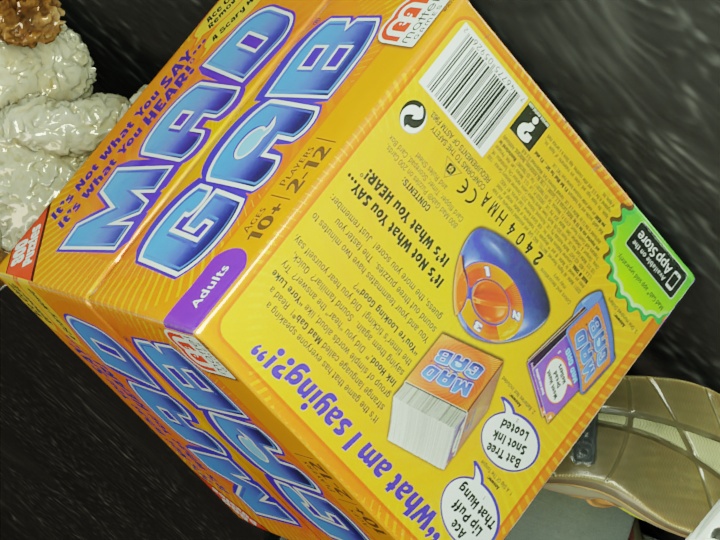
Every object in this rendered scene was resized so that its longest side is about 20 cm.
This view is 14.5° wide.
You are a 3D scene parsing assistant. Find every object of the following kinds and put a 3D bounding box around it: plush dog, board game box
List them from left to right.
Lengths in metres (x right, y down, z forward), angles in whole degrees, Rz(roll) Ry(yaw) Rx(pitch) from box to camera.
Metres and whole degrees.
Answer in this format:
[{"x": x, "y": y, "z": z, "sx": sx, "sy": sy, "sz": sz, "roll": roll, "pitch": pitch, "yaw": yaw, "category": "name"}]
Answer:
[{"x": -0.200, "y": -0.090, "z": 1.665, "sx": 0.172, "sy": 0.160, "sz": 0.200, "roll": 65, "pitch": 160, "yaw": 0, "category": "plush dog"}, {"x": -0.008, "y": 0.003, "z": 1.357, "sx": 0.200, "sy": 0.200, "sz": 0.200, "roll": 48, "pitch": 161, "yaw": -30, "category": "board game box"}]

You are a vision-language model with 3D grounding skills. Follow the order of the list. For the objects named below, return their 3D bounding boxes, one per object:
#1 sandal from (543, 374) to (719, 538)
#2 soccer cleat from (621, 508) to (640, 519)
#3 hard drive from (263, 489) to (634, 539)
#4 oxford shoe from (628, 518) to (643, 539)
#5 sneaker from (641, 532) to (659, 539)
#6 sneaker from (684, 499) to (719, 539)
[{"x": 0.125, "y": 0.093, "z": 1.469, "sx": 0.199, "sy": 0.081, "sz": 0.054, "roll": 12, "pitch": 162, "yaw": -7, "category": "sandal"}, {"x": 0.111, "y": 0.086, "z": 1.547, "sx": 0.065, "sy": 0.084, "sz": 0.200, "roll": 21, "pitch": 157, "yaw": 45, "category": "soccer cleat"}, {"x": 0.054, "y": 0.136, "z": 1.609, "sx": 0.200, "sy": 0.140, "sz": 0.033, "roll": 23, "pitch": 168, "yaw": -16, "category": "hard drive"}, {"x": 0.152, "y": 0.217, "z": 1.685, "sx": 0.070, "sy": 0.201, "sz": 0.075, "roll": -21, "pitch": 146, "yaw": 36, "category": "oxford shoe"}, {"x": 0.138, "y": 0.171, "z": 1.772, "sx": 0.200, "sy": 0.078, "sz": 0.099, "roll": 33, "pitch": 159, "yaw": -17, "category": "sneaker"}, {"x": 0.212, "y": 0.116, "z": 1.355, "sx": 0.076, "sy": 0.115, "sz": 0.201, "roll": 36, "pitch": 162, "yaw": 4, "category": "sneaker"}]
